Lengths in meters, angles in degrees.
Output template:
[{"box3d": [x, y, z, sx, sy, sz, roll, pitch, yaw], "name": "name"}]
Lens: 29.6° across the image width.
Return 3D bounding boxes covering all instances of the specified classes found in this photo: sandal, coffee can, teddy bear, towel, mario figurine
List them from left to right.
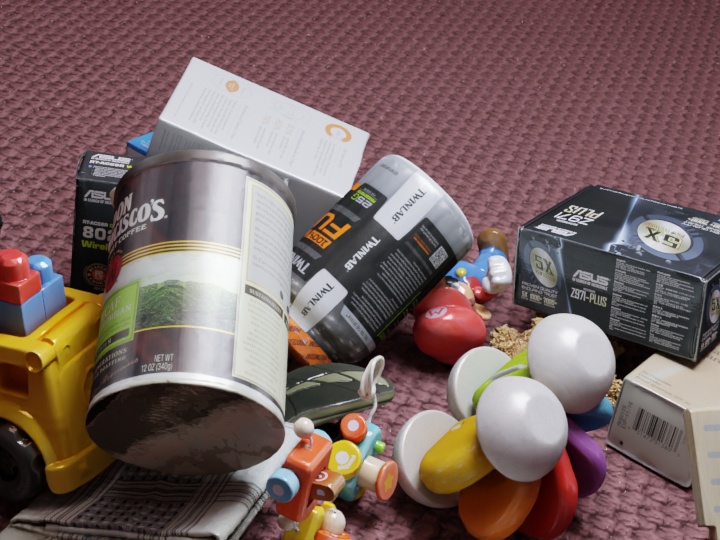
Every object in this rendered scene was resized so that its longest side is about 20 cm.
[{"box3d": [-0.159, 0.166, 1.059, 0.191, 0.035, 0.200, 4, 29, 23], "name": "towel"}, {"box3d": [-0.123, 0.032, 1.030, 0.145, 0.147, 0.201, 6, 56, -8], "name": "coffee can"}, {"box3d": [-0.063, 0.137, 1.177, 0.200, 0.058, 0.080, -25, 32, -20], "name": "sandal"}, {"box3d": [0.093, 0.009, 1.372, 0.105, 0.124, 0.200, 27, 28, 2], "name": "mario figurine"}, {"box3d": [0.187, 0.092, 1.329, 0.144, 0.067, 0.200, 22, 25, 2], "name": "teddy bear"}]

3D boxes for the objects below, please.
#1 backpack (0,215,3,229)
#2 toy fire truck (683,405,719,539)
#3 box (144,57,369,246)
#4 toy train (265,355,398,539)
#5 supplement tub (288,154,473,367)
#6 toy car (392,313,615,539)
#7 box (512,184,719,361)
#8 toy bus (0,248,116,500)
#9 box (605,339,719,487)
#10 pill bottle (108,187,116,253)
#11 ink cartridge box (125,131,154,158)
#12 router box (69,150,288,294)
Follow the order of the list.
[{"box3d": [-0.455, -0.041, 1.262, 0.198, 0.128, 0.167, 20, 8, 7], "name": "backpack"}, {"box3d": [0.290, 0.208, 1.025, 0.175, 0.201, 0.129, -13, 38, -33], "name": "toy fire truck"}, {"box3d": [-0.106, -0.109, 1.372, 0.199, 0.098, 0.125, 23, 38, -5], "name": "box"}, {"box3d": [-0.012, 0.157, 1.067, 0.055, 0.151, 0.200, 22, 29, 16], "name": "toy train"}, {"box3d": [0.000, 0.000, 1.275, 0.200, 0.123, 0.122, -45, 52, -9], "name": "supplement tub"}, {"box3d": [0.140, 0.142, 1.141, 0.150, 0.175, 0.200, 50, 53, -7], "name": "toy car"}, {"box3d": [0.276, -0.004, 1.349, 0.199, 0.087, 0.163, 18, 29, 32], "name": "box"}, {"box3d": [-0.287, 0.062, 1.076, 0.198, 0.194, 0.136, 8, 31, 24], "name": "toy bus"}, {"box3d": [0.327, 0.116, 1.306, 0.094, 0.078, 0.200, 27, 34, 27], "name": "box"}, {"box3d": [-0.153, 0.016, 1.193, 0.108, 0.202, 0.109, -18, -5, -2], "name": "pill bottle"}, {"box3d": [-0.144, -0.109, 1.518, 0.145, 0.085, 0.200, 28, 36, 26], "name": "ink cartridge box"}, {"box3d": [-0.175, -0.023, 1.305, 0.198, 0.151, 0.062, 7, 30, -5], "name": "router box"}]
